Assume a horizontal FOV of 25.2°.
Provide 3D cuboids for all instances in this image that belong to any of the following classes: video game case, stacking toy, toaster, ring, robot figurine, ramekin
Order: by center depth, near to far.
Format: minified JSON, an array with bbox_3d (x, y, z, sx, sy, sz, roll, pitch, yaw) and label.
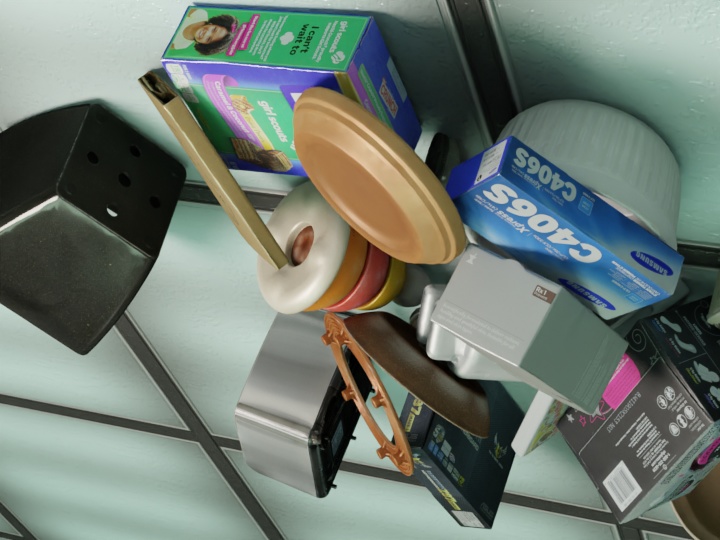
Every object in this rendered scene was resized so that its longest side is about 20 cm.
[{"bbox_3d":[0.201,-0.067,1.479,0.198,0.106,0.201,16,152,9],"label":"ramekin"},{"bbox_3d":[0.249,0.105,1.683,0.023,0.181,0.201,50,158,18],"label":"video game case"},{"bbox_3d":[0.160,0.059,1.683,0.198,0.170,0.114,5,113,-16],"label":"robot figurine"},{"bbox_3d":[0.000,0.000,1.737,0.199,0.148,0.145,23,156,-36],"label":"stacking toy"},{"bbox_3d":[0.004,0.139,1.781,0.201,0.019,0.201,58,168,21],"label":"ring"},{"bbox_3d":[-0.064,0.154,1.960,0.117,0.182,0.201,16,152,12],"label":"toaster"}]

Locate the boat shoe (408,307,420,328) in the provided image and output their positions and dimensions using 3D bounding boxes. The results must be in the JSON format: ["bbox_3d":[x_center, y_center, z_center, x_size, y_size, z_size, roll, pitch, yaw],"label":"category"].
[{"bbox_3d":[0.152,0.068,1.811,0.198,0.057,0.068,9,116,14],"label":"boat shoe"}]

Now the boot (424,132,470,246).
[{"bbox_3d":[0.120,-0.066,1.593,0.129,0.068,0.200,15,159,3],"label":"boot"}]

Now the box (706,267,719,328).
[{"bbox_3d":[0.442,0.053,1.557,0.198,0.069,0.082,27,150,-9],"label":"box"}]

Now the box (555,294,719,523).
[{"bbox_3d":[0.313,0.142,1.633,0.133,0.114,0.201,57,143,24],"label":"box"}]

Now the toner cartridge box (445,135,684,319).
[{"bbox_3d":[0.175,-0.034,1.397,0.199,0.044,0.095,32,152,-19],"label":"toner cartridge box"}]

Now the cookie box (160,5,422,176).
[{"bbox_3d":[-0.062,-0.165,1.521,0.198,0.076,0.172,7,149,26],"label":"cookie box"}]

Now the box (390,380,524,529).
[{"bbox_3d":[0.120,0.193,1.925,0.051,0.159,0.200,-1,144,34],"label":"box"}]

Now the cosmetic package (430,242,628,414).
[{"bbox_3d":[0.158,0.056,1.472,0.106,0.091,0.200,27,179,34],"label":"cosmetic package"}]

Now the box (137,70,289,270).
[{"bbox_3d":[-0.148,-0.101,1.602,0.201,0.021,0.163,58,174,-22],"label":"box"}]

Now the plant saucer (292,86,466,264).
[{"bbox_3d":[0.009,-0.075,1.423,0.200,0.037,0.200,42,165,14],"label":"plant saucer"}]

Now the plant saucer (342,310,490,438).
[{"bbox_3d":[0.069,0.102,1.726,0.200,0.037,0.200,37,-173,-5],"label":"plant saucer"}]

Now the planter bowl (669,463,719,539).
[{"bbox_3d":[0.427,0.191,1.700,0.133,0.203,0.200,1,160,-25],"label":"planter bowl"}]

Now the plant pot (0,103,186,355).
[{"bbox_3d":[-0.305,-0.065,1.760,0.199,0.201,0.177,35,137,-24],"label":"plant pot"}]
